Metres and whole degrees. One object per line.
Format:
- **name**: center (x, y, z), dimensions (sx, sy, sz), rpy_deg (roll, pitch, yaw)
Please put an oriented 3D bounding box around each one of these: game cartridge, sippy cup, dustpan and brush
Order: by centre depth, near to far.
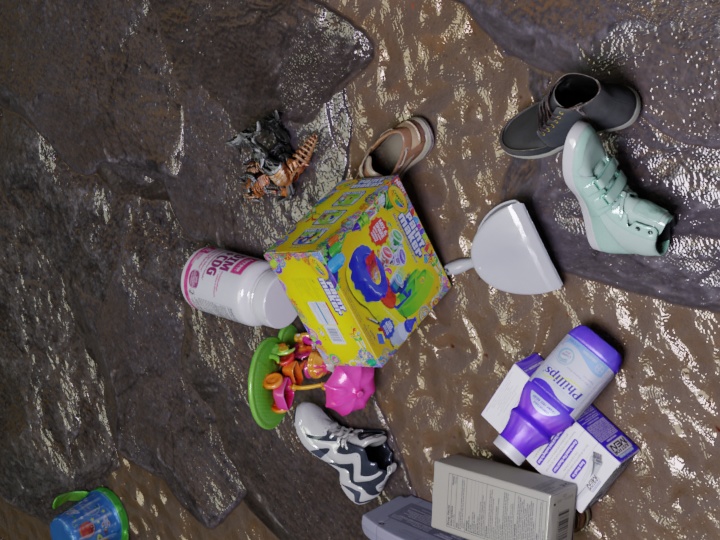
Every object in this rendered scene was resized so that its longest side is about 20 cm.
- **dustpan and brush**: center (0.185, -0.017, 1.561), dimensions (0.199, 0.057, 0.140), rpy_deg (-21, 101, 37)
- **game cartridge**: center (0.106, 0.409, 1.704), dimensions (0.199, 0.133, 0.041), rpy_deg (14, 105, 39)
- **sippy cup**: center (-0.593, 0.555, 2.379), dimensions (0.177, 0.130, 0.141), rpy_deg (-5, 99, 43)

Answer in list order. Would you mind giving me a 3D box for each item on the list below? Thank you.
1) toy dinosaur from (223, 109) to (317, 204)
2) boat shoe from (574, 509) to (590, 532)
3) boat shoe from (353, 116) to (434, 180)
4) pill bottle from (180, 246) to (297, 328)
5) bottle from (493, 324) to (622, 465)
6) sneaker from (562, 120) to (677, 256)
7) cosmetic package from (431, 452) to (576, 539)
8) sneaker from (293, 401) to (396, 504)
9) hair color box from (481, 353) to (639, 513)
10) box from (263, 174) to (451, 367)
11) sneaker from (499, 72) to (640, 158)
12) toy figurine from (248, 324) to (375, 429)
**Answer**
- **toy dinosaur**: center (-0.135, -0.181, 1.782), dimensions (0.199, 0.102, 0.136), rpy_deg (-29, 99, 25)
- **boat shoe**: center (0.236, 0.351, 1.613), dimensions (0.199, 0.068, 0.072), rpy_deg (4, 105, 40)
- **boat shoe**: center (0.028, -0.153, 1.637), dimensions (0.076, 0.072, 0.200), rpy_deg (52, 131, 17)
- **pill bottle**: center (-0.201, 0.031, 1.872), dimensions (0.199, 0.113, 0.114), rpy_deg (14, 112, 38)
- **bottle**: center (0.259, 0.169, 1.467), dimensions (0.083, 0.065, 0.200), rpy_deg (41, 88, 23)
- **sneaker**: center (0.325, -0.100, 1.352), dimensions (0.118, 0.074, 0.201), rpy_deg (12, 143, 41)
- **cosmetic package**: center (0.199, 0.331, 1.547), dimensions (0.199, 0.071, 0.106), rpy_deg (11, 101, 41)
- **sneaker**: center (-0.016, 0.276, 1.809), dimensions (0.200, 0.079, 0.130), rpy_deg (55, 130, 15)
- **hair color box**: center (0.277, 0.225, 1.541), dimensions (0.200, 0.065, 0.110), rpy_deg (45, 128, 24)
- **box**: center (0.000, 0.000, 1.584), dimensions (0.122, 0.193, 0.201), rpy_deg (-2, 125, 45)
- **sneaker**: center (0.242, -0.203, 1.395), dimensions (0.199, 0.106, 0.075), rpy_deg (-17, 70, 39)
- **toy figurine**: center (-0.058, 0.168, 1.782), dimensions (0.183, 0.200, 0.151), rpy_deg (0, 127, 22)
